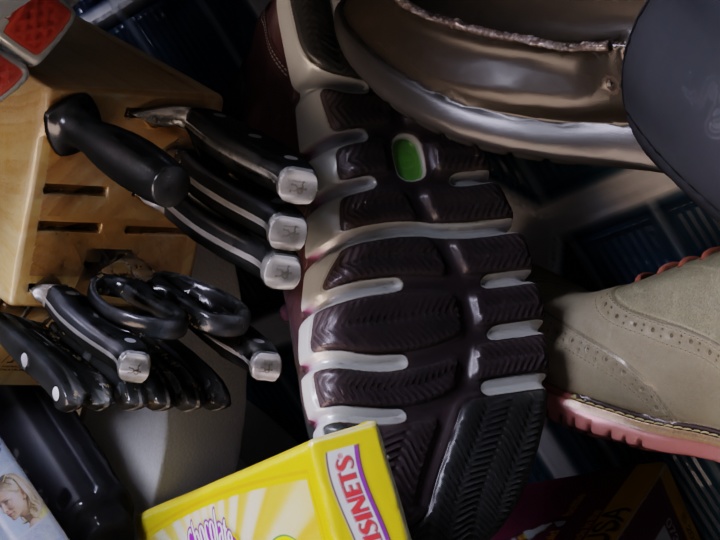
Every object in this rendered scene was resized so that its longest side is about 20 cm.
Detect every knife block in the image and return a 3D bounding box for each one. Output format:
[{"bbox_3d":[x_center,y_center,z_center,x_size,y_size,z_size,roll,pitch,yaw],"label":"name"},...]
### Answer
[{"bbox_3d":[-0.086,-0.043,0.892,0.176,0.064,0.201,-40,56,46],"label":"knife block"}]

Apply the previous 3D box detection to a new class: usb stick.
[{"bbox_3d":[-0.132,0.029,0.993,0.200,0.033,0.056,53,140,34],"label":"usb stick"}]

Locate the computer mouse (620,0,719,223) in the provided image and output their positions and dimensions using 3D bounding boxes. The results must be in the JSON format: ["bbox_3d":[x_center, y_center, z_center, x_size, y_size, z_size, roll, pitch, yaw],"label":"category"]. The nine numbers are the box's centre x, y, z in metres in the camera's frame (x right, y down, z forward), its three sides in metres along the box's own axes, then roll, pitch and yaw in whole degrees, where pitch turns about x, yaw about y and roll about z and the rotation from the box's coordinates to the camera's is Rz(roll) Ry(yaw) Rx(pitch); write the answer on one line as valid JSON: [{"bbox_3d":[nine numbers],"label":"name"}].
[{"bbox_3d":[0.164,-0.033,0.702,0.200,0.046,0.141,35,116,8],"label":"computer mouse"}]

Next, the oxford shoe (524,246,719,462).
[{"bbox_3d":[0.105,0.021,0.864,0.200,0.070,0.075,22,104,39],"label":"oxford shoe"}]

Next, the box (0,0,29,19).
[{"bbox_3d":[-0.115,-0.204,0.771,0.200,0.199,0.172,35,140,20],"label":"box"}]

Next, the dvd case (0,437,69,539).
[{"bbox_3d":[-0.097,0.127,0.943,0.200,0.018,0.143,58,159,-12],"label":"dvd case"}]

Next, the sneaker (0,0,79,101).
[{"bbox_3d":[-0.117,-0.095,0.878,0.077,0.200,0.082,45,154,-7],"label":"sneaker"}]

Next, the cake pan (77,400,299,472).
[{"bbox_3d":[-0.063,0.115,1.122,0.200,0.037,0.201,27,137,28],"label":"cake pan"}]

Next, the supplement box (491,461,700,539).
[{"bbox_3d":[0.025,0.145,0.979,0.199,0.086,0.111,-14,110,35],"label":"supplement box"}]

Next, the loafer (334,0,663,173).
[{"bbox_3d":[0.085,-0.066,0.799,0.199,0.073,0.072,16,116,25],"label":"loafer"}]

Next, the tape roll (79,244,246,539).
[{"bbox_3d":[-0.114,0.023,1.032,0.202,0.037,0.204,11,105,50],"label":"tape roll"}]

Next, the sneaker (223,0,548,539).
[{"bbox_3d":[0.000,0.000,0.898,0.115,0.075,0.201,141,127,-65],"label":"sneaker"}]

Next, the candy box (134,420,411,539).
[{"bbox_3d":[-0.021,0.107,0.855,0.200,0.026,0.103,149,108,-69],"label":"candy box"}]
